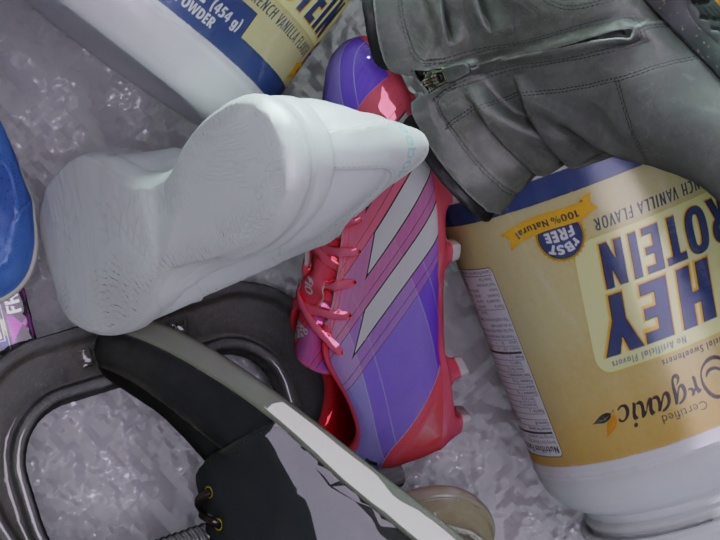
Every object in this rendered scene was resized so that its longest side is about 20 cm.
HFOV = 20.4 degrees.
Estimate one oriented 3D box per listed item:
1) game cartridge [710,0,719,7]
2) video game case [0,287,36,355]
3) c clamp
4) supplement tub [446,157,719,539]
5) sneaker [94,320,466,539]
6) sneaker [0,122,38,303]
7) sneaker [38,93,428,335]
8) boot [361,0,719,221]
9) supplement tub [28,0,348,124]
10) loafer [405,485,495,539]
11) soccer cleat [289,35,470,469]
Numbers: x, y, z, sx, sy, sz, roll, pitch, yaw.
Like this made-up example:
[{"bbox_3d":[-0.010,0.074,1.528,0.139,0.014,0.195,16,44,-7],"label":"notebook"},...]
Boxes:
[{"bbox_3d":[0.197,-0.071,0.870,0.032,0.176,0.200,-37,98,20],"label":"game cartridge"},{"bbox_3d":[-0.249,-0.043,0.856,0.181,0.036,0.200,-13,95,-10],"label":"video game case"},{"bbox_3d":[-0.070,0.094,0.881,0.200,0.027,0.171,-11,91,-23],"label":"c clamp"},{"bbox_3d":[0.126,0.019,0.871,0.144,0.144,0.200,-23,96,-8],"label":"supplement tub"},{"bbox_3d":[-0.051,0.106,0.821,0.200,0.075,0.106,36,83,13],"label":"sneaker"},{"bbox_3d":[-0.186,-0.075,0.792,0.077,0.111,0.200,-23,97,-11],"label":"sneaker"},{"bbox_3d":[-0.053,-0.021,0.796,0.088,0.200,0.075,-8,86,-39],"label":"sneaker"},{"bbox_3d":[0.095,-0.054,0.769,0.131,0.068,0.200,-32,86,22],"label":"boot"},{"bbox_3d":[-0.049,-0.173,0.824,0.144,0.144,0.200,36,86,-9],"label":"supplement tub"},{"bbox_3d":[-0.009,0.181,0.874,0.200,0.068,0.076,-48,125,5],"label":"loafer"},{"bbox_3d":[0.000,0.000,0.846,0.076,0.067,0.200,-18,123,-16],"label":"soccer cleat"}]
